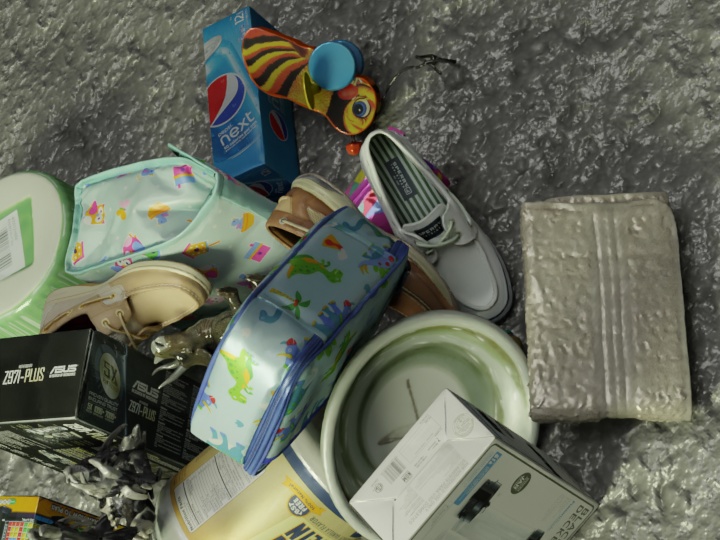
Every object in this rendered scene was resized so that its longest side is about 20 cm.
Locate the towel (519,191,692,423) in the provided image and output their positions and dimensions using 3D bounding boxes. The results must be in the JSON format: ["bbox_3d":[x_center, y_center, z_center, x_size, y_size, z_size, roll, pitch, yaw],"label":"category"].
[{"bbox_3d":[0.198,0.029,1.211,0.132,0.034,0.201,-2,66,8],"label":"towel"}]

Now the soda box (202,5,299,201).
[{"bbox_3d":[-0.113,-0.167,1.523,0.064,0.068,0.201,-22,58,24],"label":"soda box"}]

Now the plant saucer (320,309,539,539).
[{"bbox_3d":[0.051,0.126,1.206,0.201,0.200,0.050,-60,29,-4],"label":"plant saucer"}]

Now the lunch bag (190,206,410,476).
[{"bbox_3d":[-0.046,0.055,1.162,0.082,0.200,0.161,34,133,8],"label":"lunch bag"}]

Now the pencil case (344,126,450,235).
[{"bbox_3d":[-0.002,-0.032,1.373,0.088,0.088,0.200,32,90,39],"label":"pencil case"}]

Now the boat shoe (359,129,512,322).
[{"bbox_3d":[0.059,-0.036,1.292,0.073,0.067,0.200,-39,82,5],"label":"boat shoe"}]

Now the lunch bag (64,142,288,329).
[{"bbox_3d":[-0.154,-0.036,1.420,0.200,0.170,0.122,-17,60,33],"label":"lunch bag"}]

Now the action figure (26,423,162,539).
[{"bbox_3d":[-0.211,0.203,1.216,0.119,0.102,0.200,-61,34,27],"label":"action figure"}]

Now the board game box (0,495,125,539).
[{"bbox_3d":[-0.249,0.303,1.306,0.057,0.200,0.166,-7,65,34],"label":"board game box"}]

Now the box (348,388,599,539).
[{"bbox_3d":[0.092,0.179,1.136,0.117,0.200,0.060,-49,52,2],"label":"box"}]

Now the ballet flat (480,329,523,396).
[{"bbox_3d":[0.049,0.097,1.292,0.199,0.069,0.063,-12,76,31],"label":"ballet flat"}]

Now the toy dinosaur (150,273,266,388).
[{"bbox_3d":[-0.084,0.067,1.327,0.199,0.077,0.103,14,111,13],"label":"toy dinosaur"}]

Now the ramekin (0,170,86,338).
[{"bbox_3d":[-0.352,-0.009,1.589,0.199,0.098,0.201,-14,61,28],"label":"ramekin"}]

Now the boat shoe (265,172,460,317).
[{"bbox_3d":[0.000,0.000,1.285,0.200,0.076,0.072,38,68,20],"label":"boat shoe"}]

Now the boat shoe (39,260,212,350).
[{"bbox_3d":[-0.222,0.046,1.374,0.200,0.074,0.069,-16,44,35],"label":"boat shoe"}]

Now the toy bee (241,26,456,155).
[{"bbox_3d":[-0.024,-0.170,1.440,0.199,0.131,0.109,15,102,27],"label":"toy bee"}]

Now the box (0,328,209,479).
[{"bbox_3d":[-0.256,0.132,1.392,0.163,0.200,0.086,-7,65,32],"label":"box"}]

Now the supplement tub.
[{"bbox_3d":[-0.085,0.206,1.278,0.200,0.144,0.145,-40,52,12],"label":"supplement tub"}]
